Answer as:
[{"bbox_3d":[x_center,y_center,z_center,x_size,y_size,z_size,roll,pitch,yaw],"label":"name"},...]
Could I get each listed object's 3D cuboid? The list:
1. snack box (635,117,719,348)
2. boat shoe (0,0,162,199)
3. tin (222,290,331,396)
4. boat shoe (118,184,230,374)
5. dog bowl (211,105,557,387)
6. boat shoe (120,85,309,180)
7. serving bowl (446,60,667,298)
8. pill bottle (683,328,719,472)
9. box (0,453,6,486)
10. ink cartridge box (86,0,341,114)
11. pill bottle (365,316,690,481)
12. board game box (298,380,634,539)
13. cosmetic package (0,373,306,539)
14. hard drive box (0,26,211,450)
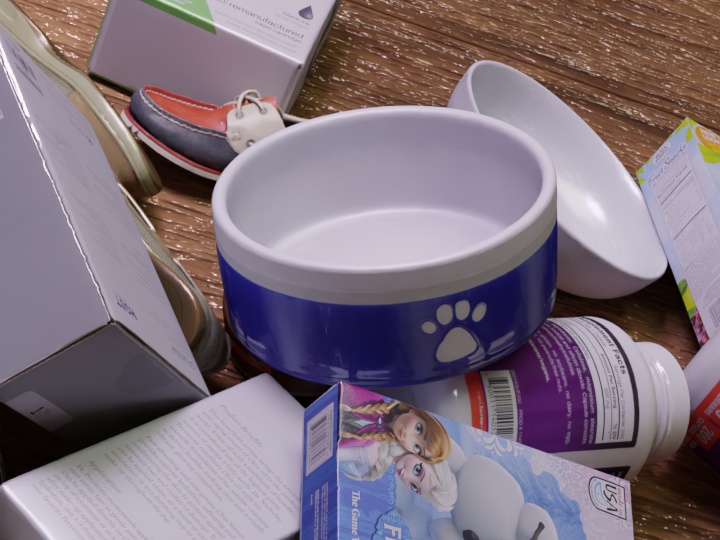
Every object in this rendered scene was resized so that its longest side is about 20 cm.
[{"bbox_3d":[0.301,0.001,1.453,0.168,0.068,0.201,25,31,-28],"label":"snack box"},{"bbox_3d":[-0.207,-0.107,1.326,0.063,0.073,0.201,-41,69,-7],"label":"boat shoe"},{"bbox_3d":[0.000,0.000,1.261,0.200,0.042,0.112,-37,52,-26],"label":"tin"},{"bbox_3d":[-0.155,-0.011,1.214,0.200,0.073,0.063,41,2,27],"label":"boat shoe"},{"bbox_3d":[0.015,-0.018,1.162,0.199,0.079,0.200,-4,30,2],"label":"dog bowl"},{"bbox_3d":[-0.064,-0.090,1.369,0.199,0.063,0.071,20,27,-15],"label":"boat shoe"},{"bbox_3d":[0.128,-0.053,1.428,0.200,0.066,0.201,36,27,-21],"label":"serving bowl"},{"bbox_3d":[0.297,0.115,1.273,0.200,0.113,0.112,41,38,13],"label":"pill bottle"},{"bbox_3d":[-0.248,0.020,0.995,0.086,0.201,0.164,-18,51,-17],"label":"box"},{"bbox_3d":[-0.097,-0.194,1.478,0.145,0.084,0.200,24,35,-2],"label":"ink cartridge box"},{"bbox_3d":[0.099,0.085,1.212,0.199,0.113,0.113,-1,42,-33],"label":"pill bottle"},{"bbox_3d":[0.061,0.179,1.051,0.198,0.043,0.201,21,50,-27],"label":"board game box"},{"bbox_3d":[-0.095,0.137,1.062,0.101,0.071,0.199,43,39,24],"label":"cosmetic package"},{"bbox_3d":[-0.171,-0.014,1.088,0.201,0.077,0.156,64,5,25],"label":"hard drive box"}]
